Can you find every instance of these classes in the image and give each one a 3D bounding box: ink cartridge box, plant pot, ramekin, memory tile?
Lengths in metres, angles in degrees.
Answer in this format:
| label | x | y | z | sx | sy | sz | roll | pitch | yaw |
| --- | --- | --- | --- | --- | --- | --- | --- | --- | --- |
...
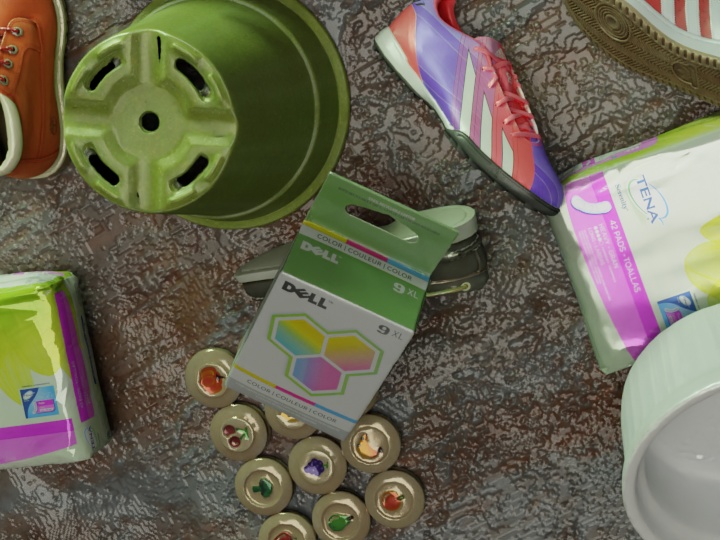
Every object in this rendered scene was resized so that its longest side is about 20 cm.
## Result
| label | x | y | z | sx | sy | sz | roll | pitch | yaw |
| --- | --- | --- | --- | --- | --- | --- | --- | --- | --- |
| ink cartridge box | -0.017 | 0.031 | 0.979 | 0.104 | 0.059 | 0.200 | 25 | 135 | -5 |
| plant pot | -0.123 | -0.115 | 0.977 | 0.200 | 0.190 | 0.200 | 2 | 100 | 11 |
| ramekin | 0.280 | 0.115 | 0.955 | 0.200 | 0.098 | 0.201 | 1 | 127 | 1 |
| memory tile | -0.045 | 0.136 | 1.099 | 0.153 | 0.017 | 0.200 | -23 | 95 | 14 |

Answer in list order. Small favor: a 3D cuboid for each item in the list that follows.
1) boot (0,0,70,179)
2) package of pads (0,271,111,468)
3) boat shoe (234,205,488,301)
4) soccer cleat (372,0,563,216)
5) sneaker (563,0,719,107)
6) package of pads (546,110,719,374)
| label | x | y | z | sx | sy | sz | roll | pitch | yaw |
| --- | --- | --- | --- | --- | --- | --- | --- | --- | --- |
| boot | -0.276 | -0.168 | 1.042 | 0.075 | 0.107 | 0.200 | -7 | 97 | 14 |
| package of pads | -0.318 | 0.085 | 1.109 | 0.200 | 0.068 | 0.155 | -8 | 99 | 12 |
| boat shoe | -0.001 | 0.001 | 1.035 | 0.202 | 0.072 | 0.060 | -11 | 112 | 21 |
| soccer cleat | 0.089 | -0.123 | 0.970 | 0.073 | 0.068 | 0.200 | -44 | 63 | 13 |
| sneaker | 0.249 | -0.186 | 0.953 | 0.200 | 0.071 | 0.112 | 34 | 73 | 28 |
| package of pads | 0.246 | -0.030 | 0.983 | 0.200 | 0.068 | 0.155 | -19 | 98 | 13 |
